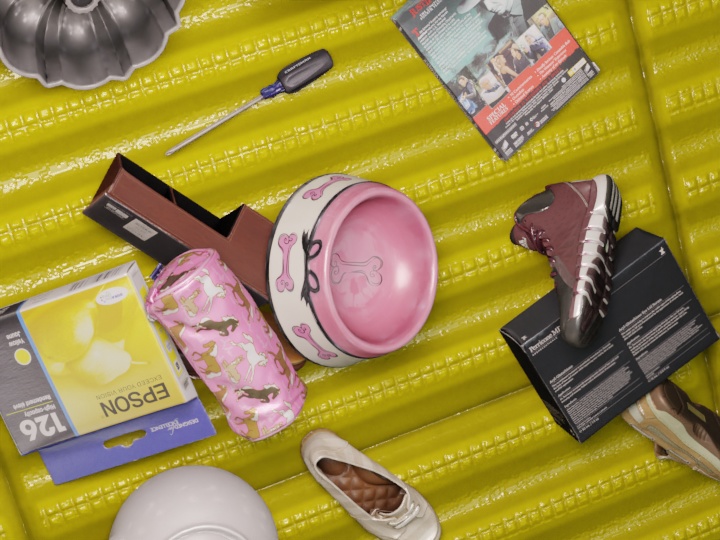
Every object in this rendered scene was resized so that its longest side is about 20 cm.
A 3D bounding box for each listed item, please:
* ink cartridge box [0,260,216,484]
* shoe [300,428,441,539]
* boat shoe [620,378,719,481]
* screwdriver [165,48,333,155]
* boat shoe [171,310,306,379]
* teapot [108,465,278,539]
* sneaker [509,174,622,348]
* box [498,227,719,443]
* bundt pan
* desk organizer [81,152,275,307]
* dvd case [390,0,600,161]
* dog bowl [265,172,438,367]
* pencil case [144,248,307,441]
[{"bbox_3d":[-0.272,0.113,1.430,0.196,0.047,0.202,-19,105,15],"label":"ink cartridge box"},{"bbox_3d":[0.014,0.250,1.571,0.199,0.053,0.070,39,89,-19],"label":"shoe"},{"bbox_3d":[0.374,0.194,1.661,0.076,0.072,0.200,-33,122,29],"label":"boat shoe"},{"bbox_3d":[-0.116,-0.173,1.465,0.198,0.028,0.029,-27,76,-8],"label":"screwdriver"},{"bbox_3d":[-0.152,0.080,1.490,0.197,0.071,0.071,9,136,-14],"label":"boat shoe"},{"bbox_3d":[-0.164,0.307,1.485,0.199,0.146,0.198,-39,109,-6],"label":"teapot"},{"bbox_3d":[0.210,-0.010,1.536,0.076,0.114,0.202,54,45,-50],"label":"sneaker"},{"bbox_3d":[0.277,0.070,1.596,0.199,0.079,0.142,-35,111,-6],"label":"box"},{"bbox_3d":[-0.268,-0.275,1.346,0.199,0.076,0.203,-12,134,-13],"label":"bundt pan"},{"bbox_3d":[-0.169,-0.044,1.440,0.199,0.072,0.078,34,63,-19],"label":"desk organizer"},{"bbox_3d":[0.145,-0.239,1.526,0.146,0.022,0.200,-43,110,-4],"label":"dvd case"},{"bbox_3d":[0.000,0.000,1.460,0.199,0.073,0.203,0,90,-44],"label":"dog bowl"},{"bbox_3d":[-0.130,0.075,1.400,0.086,0.083,0.201,-17,119,31],"label":"pencil case"}]
